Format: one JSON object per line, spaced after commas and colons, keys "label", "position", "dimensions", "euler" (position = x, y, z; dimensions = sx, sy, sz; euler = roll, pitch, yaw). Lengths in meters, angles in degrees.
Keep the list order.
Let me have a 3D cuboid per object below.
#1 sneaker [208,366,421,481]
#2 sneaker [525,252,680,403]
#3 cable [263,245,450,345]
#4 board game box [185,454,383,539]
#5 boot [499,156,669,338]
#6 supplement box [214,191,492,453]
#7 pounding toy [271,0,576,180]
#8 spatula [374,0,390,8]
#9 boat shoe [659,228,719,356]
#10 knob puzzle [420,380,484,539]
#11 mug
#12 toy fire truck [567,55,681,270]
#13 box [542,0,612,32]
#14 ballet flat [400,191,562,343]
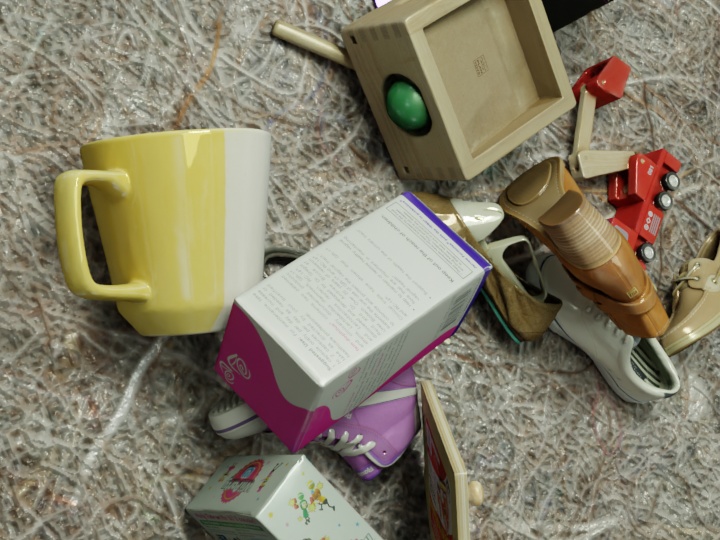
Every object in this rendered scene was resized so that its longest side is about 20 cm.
{"label": "sneaker", "position": [-0.027, 0.134, 0.995], "dimensions": [0.200, 0.073, 0.115], "euler": [-16, 92, -31]}
{"label": "sneaker", "position": [0.250, 0.054, 1.168], "dimensions": [0.200, 0.071, 0.073], "euler": [44, 63, -16]}
{"label": "cable", "position": [0.000, 0.000, 1.045], "dimensions": [0.200, 0.050, 0.097], "euler": [20, 59, -24]}
{"label": "board game box", "position": [-0.029, 0.237, 0.929], "dimensions": [0.200, 0.147, 0.064], "euler": [48, 63, -15]}
{"label": "boot", "position": [0.217, -0.024, 1.112], "dimensions": [0.077, 0.200, 0.155], "euler": [-41, 110, 0]}
{"label": "supplement box", "position": [-0.006, 0.038, 0.933], "dimensions": [0.103, 0.101, 0.200], "euler": [43, 51, 17]}
{"label": "pounding toy", "position": [0.061, -0.191, 1.084], "dimensions": [0.200, 0.142, 0.184], "euler": [-35, 113, -28]}
{"label": "spatula", "position": [-0.018, -0.274, 1.103], "dimensions": [0.200, 0.021, 0.057], "euler": [-5, 85, -30]}
{"label": "boat shoe", "position": [0.358, 0.022, 1.237], "dimensions": [0.065, 0.071, 0.200], "euler": [50, 44, 0]}
{"label": "knob puzzle", "position": [0.082, 0.218, 0.980], "dimensions": [0.030, 0.220, 0.220], "euler": [-5, 83, -5]}
{"label": "mug", "position": [-0.156, -0.026, 0.916], "dimensions": [0.186, 0.149, 0.154], "euler": [-6, 92, -25]}
{"label": "toy fire truck", "position": [0.265, -0.106, 1.220], "dimensions": [0.141, 0.049, 0.200], "euler": [33, 67, -21]}
{"label": "box", "position": [0.182, -0.328, 1.124], "dimensions": [0.149, 0.200, 0.124], "euler": [44, 62, -16]}
{"label": "ballet flat", "position": [0.122, -0.017, 1.101], "dimensions": [0.072, 0.068, 0.200], "euler": [-38, 105, 15]}
